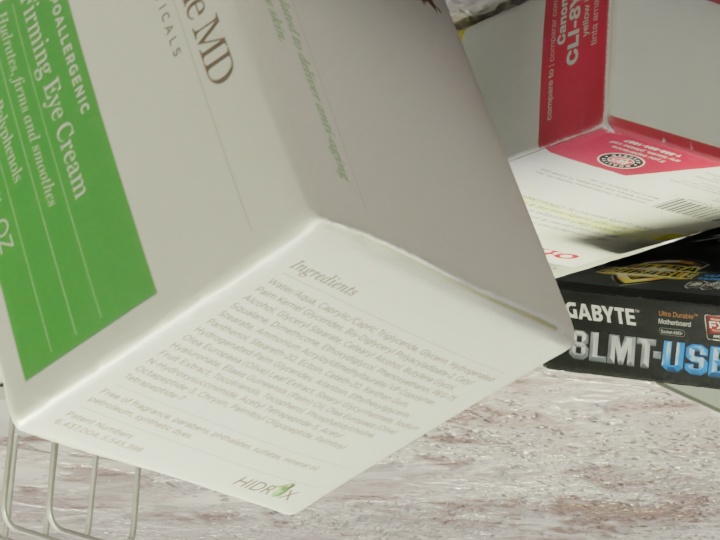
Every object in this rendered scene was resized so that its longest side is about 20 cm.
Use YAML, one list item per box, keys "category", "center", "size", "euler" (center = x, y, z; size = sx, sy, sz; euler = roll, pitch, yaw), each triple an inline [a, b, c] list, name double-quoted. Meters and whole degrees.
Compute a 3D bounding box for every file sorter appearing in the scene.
- category: "file sorter"
  center: [-0.306, 0.176, 2.115]
  size: [0.200, 0.125, 0.139]
  euler: [-4, 163, 29]

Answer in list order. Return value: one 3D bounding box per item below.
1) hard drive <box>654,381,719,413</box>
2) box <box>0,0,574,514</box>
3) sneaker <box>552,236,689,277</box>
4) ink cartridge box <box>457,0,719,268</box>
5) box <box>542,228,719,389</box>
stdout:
- category: "hard drive"
  center: [0.263, 0.035, 1.230]
  size: [0.200, 0.026, 0.132]
  euler: [-13, -169, -15]
- category: "box"
  center: [-0.049, -0.033, 1.041]
  size: [0.171, 0.199, 0.200]
  euler: [-32, 149, 23]
- category: "sneaker"
  center: [0.133, -0.019, 1.377]
  size: [0.084, 0.073, 0.200]
  euler: [3, 167, -7]
- category: "ink cartridge box"
  center: [0.110, -0.068, 1.177]
  size: [0.145, 0.084, 0.200]
  euler: [12, 162, -33]
- category: "box"
  center: [0.223, 0.011, 1.199]
  size: [0.198, 0.050, 0.200]
  euler: [-19, -165, -38]
